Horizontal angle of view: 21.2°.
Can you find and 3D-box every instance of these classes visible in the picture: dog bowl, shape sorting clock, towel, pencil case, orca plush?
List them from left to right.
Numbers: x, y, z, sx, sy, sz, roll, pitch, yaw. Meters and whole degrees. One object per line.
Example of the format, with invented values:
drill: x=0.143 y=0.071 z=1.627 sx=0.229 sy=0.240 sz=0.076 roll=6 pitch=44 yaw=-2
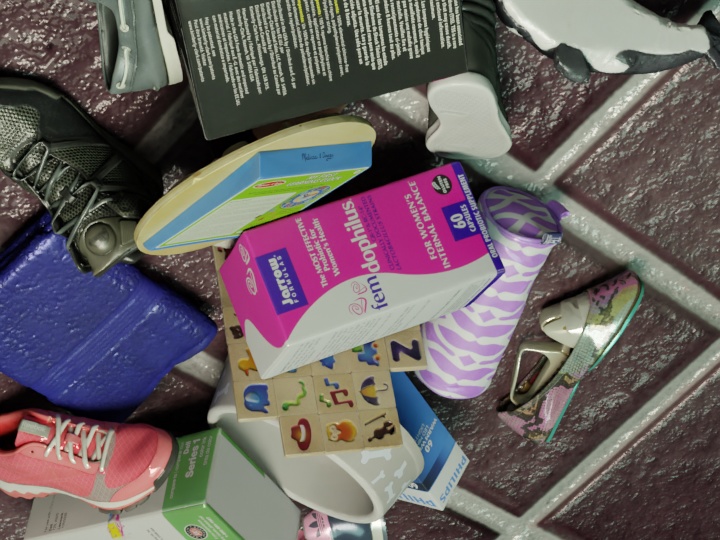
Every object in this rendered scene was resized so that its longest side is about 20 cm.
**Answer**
towel: x=-0.235 y=0.041 z=1.601 sx=0.147 sy=0.050 sz=0.200 roll=-41 pitch=131 yaw=14
shape sorting clock: x=-0.080 y=-0.065 z=1.441 sx=0.198 sy=0.040 sz=0.200 roll=-22 pitch=170 yaw=-4
dog bowl: x=-0.045 y=0.146 z=1.654 sx=0.059 sy=0.199 sz=0.201 roll=-58 pitch=136 yaw=-23
pencil case: x=0.110 y=0.019 z=1.670 sx=0.085 sy=0.084 sz=0.201 roll=-10 pitch=138 yaw=-41
orca plush: x=0.190 y=-0.198 z=1.536 sx=0.198 sy=0.071 sz=0.107 roll=-5 pitch=86 yaw=-20

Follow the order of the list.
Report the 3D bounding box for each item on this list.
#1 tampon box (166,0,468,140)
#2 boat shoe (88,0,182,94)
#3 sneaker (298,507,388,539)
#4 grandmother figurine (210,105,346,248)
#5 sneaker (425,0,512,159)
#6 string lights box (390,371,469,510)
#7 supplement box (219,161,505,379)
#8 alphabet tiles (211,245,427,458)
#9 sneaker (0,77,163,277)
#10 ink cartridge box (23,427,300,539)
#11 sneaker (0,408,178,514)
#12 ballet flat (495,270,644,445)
tampon box: x=-0.039 y=-0.207 z=1.378 sx=0.198 sy=0.151 sz=0.127 roll=-14 pitch=131 yaw=-6
boat shoe: x=-0.179 y=-0.207 z=1.388 sx=0.061 sy=0.073 sz=0.201 roll=-19 pitch=137 yaw=-6
sneaker: x=-0.025 y=0.253 z=1.802 sx=0.081 sy=0.071 sz=0.200 roll=-8 pitch=155 yaw=-10
grandmother figurine: x=-0.068 y=-0.100 z=1.524 sx=0.121 sy=0.061 sz=0.201 roll=27 pitch=115 yaw=-24
sneaker: x=0.084 y=-0.155 z=1.519 sx=0.070 sy=0.100 sz=0.200 roll=-1 pitch=164 yaw=6
string lights box: x=0.007 y=0.127 z=1.705 sx=0.059 sy=0.102 sz=0.200 roll=-59 pitch=136 yaw=-24
supplement box: x=0.000 y=0.000 z=1.549 sx=0.198 sy=0.102 sz=0.103 roll=-20 pitch=169 yaw=-20
alphabet tiles: x=-0.029 y=0.056 z=1.582 sx=0.165 sy=0.202 sz=0.008 roll=-3 pitch=154 yaw=-15
sneaker: x=-0.225 y=-0.069 z=1.464 sx=0.076 sy=0.115 sz=0.199 roll=-42 pitch=127 yaw=17
ink cartridge box: x=-0.176 y=0.228 z=1.707 sx=0.198 sy=0.085 sz=0.145 roll=-14 pitch=136 yaw=26
sneaker: x=-0.249 y=0.155 z=1.618 sx=0.198 sy=0.074 sz=0.087 roll=-3 pitch=148 yaw=28
ballet flat: x=0.183 y=0.075 z=1.754 sx=0.071 sy=0.069 sz=0.201 roll=24 pitch=121 yaw=-10
